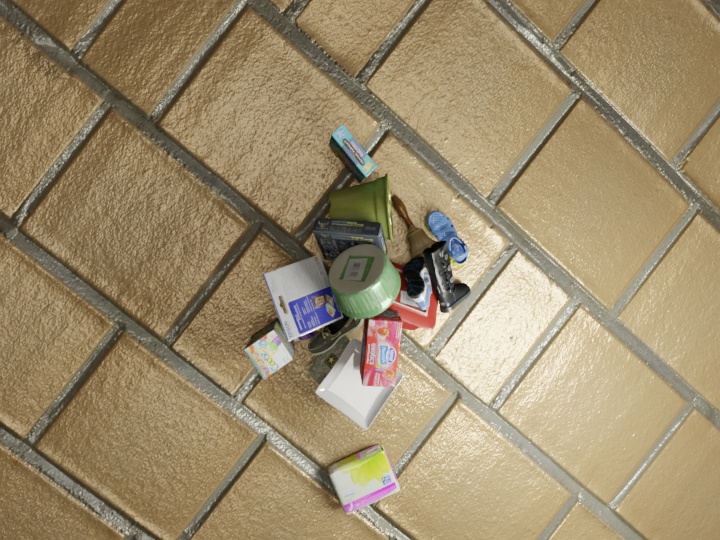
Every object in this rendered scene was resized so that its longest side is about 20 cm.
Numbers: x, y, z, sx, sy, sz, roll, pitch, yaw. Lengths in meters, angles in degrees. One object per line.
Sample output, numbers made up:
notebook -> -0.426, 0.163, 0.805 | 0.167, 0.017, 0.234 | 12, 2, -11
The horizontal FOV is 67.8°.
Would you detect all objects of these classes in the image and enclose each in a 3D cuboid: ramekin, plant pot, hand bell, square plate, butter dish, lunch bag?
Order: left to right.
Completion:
lunch bag -> -0.046, 0.314, 1.665 | 0.200, 0.118, 0.164 | 42, 87, -2
square plate -> -0.002, 0.336, 1.599 | 0.197, 0.028, 0.201 | 37, 86, -6
plant pot -> 0.002, -0.180, 1.607 | 0.180, 0.200, 0.205 | -4, 95, 6
ramekin -> 0.005, 0.023, 1.488 | 0.198, 0.201, 0.098 | -33, 135, -2
butter dish -> 0.129, 0.104, 1.659 | 0.197, 0.149, 0.202 | 21, 48, -8
hand bell -> 0.152, -0.146, 1.678 | 0.103, 0.104, 0.202 | -29, 83, -3

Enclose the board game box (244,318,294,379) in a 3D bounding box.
board game box -> -0.265, 0.227, 1.592 | 0.102, 0.200, 0.106 | -33, 97, -2

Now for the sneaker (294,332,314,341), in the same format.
sneaker -> -0.172, 0.135, 1.622 | 0.081, 0.082, 0.202 | -4, 138, -1

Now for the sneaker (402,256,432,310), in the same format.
sneaker -> 0.171, 0.036, 1.596 | 0.074, 0.202, 0.078 | -19, 125, 21

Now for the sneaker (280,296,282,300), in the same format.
sneaker -> -0.174, 0.080, 1.664 | 0.144, 0.081, 0.202 | -11, 126, 26

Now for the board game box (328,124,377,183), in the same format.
board game box -> -0.027, -0.337, 1.574 | 0.047, 0.200, 0.151 | -41, 97, -1

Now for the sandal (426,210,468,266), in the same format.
sandal -> 0.280, -0.103, 1.680 | 0.079, 0.087, 0.201 | -39, 95, 0

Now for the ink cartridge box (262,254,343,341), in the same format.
ink cartridge box -> -0.166, 0.076, 1.522 | 0.197, 0.047, 0.201 | -20, 87, -33

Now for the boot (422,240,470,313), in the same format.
boot -> 0.268, 0.003, 1.647 | 0.065, 0.164, 0.203 | -9, 108, 37

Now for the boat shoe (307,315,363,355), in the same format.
boat shoe -> -0.086, 0.184, 1.644 | 0.200, 0.073, 0.060 | -35, 136, 8

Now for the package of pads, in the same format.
package of pads -> 0.009, 0.665, 1.719 | 0.197, 0.068, 0.157 | -23, 97, -4

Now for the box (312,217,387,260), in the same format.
box -> -0.027, -0.083, 1.564 | 0.196, 0.159, 0.052 | 5, 61, 15

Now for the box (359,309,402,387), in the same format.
box -> 0.056, 0.219, 1.521 | 0.097, 0.096, 0.204 | 4, 105, -7
